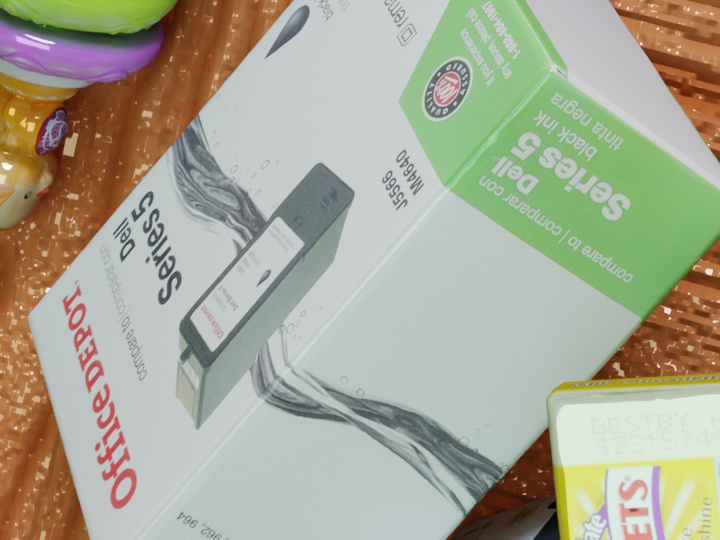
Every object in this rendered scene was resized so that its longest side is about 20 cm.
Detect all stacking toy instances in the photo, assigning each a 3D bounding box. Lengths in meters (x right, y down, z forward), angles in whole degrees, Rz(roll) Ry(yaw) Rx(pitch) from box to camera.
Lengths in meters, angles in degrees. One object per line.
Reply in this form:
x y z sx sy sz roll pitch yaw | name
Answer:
-0.094 -0.099 0.923 0.109 0.116 0.201 22 114 12 | stacking toy

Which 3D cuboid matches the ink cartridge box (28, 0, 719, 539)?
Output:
0.000 0.000 0.876 0.084 0.146 0.200 32 108 -30 | ink cartridge box

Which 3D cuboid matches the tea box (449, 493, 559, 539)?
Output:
0.117 0.125 0.845 0.196 0.200 0.134 -21 93 16 | tea box

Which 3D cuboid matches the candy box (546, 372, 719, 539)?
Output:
0.106 0.124 0.731 0.102 0.026 0.201 -4 96 16 | candy box
